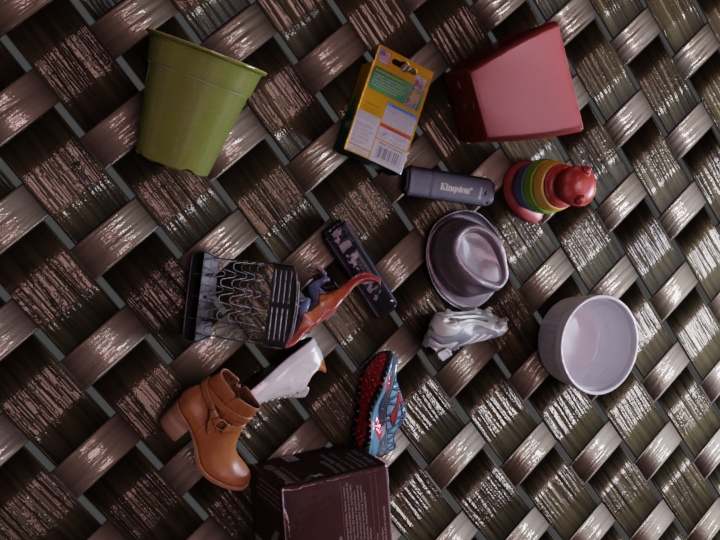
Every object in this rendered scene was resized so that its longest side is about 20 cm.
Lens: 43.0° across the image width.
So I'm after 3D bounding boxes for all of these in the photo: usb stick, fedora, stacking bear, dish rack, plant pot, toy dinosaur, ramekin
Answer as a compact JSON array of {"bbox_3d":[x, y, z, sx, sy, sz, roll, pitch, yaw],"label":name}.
[{"bbox_3d":[0.166,-0.159,1.729,0.198,0.033,0.056,6,89,-27],"label":"usb stick"},{"bbox_3d":[0.219,-0.019,1.739,0.177,0.090,0.201,-41,109,-18],"label":"fedora"},{"bbox_3d":[0.372,-0.160,1.745,0.113,0.200,0.123,21,84,-25],"label":"stacking bear"},{"bbox_3d":[-0.193,0.051,1.496,0.054,0.198,0.155,6,90,-61],"label":"dish rack"},{"bbox_3d":[-0.270,-0.256,1.448,0.198,0.200,0.192,16,98,-26],"label":"plant pot"},{"bbox_3d":[-0.086,0.061,1.560,0.105,0.199,0.182,59,27,-24],"label":"toy dinosaur"},{"bbox_3d":[0.000,0.000,1.666,0.055,0.033,0.201,-37,108,-12],"label":"usb stick"},{"bbox_3d":[0.270,-0.330,1.700,0.175,0.200,0.202,-19,101,-12],"label":"plant pot"},{"bbox_3d":[0.455,0.145,1.857,0.198,0.105,0.202,-2,94,-25],"label":"ramekin"}]

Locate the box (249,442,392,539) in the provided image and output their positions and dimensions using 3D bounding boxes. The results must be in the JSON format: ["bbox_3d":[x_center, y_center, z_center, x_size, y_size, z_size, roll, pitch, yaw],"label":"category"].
[{"bbox_3d":[-0.068,0.413,1.582,0.198,0.166,0.166,-7,97,-26],"label":"box"}]

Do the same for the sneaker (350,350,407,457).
[{"bbox_3d":[0.044,0.245,1.688,0.095,0.079,0.202,8,98,-35],"label":"sneaker"}]

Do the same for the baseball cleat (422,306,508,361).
[{"bbox_3d":[0.195,0.122,1.758,0.199,0.070,0.107,7,123,-38],"label":"baseball cleat"}]

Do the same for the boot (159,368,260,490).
[{"bbox_3d":[-0.217,0.266,1.512,0.154,0.074,0.200,-38,109,20],"label":"boot"}]

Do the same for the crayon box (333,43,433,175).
[{"bbox_3d":[0.043,-0.289,1.660,0.125,0.051,0.202,21,84,-26],"label":"crayon box"}]

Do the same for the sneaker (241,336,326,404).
[{"bbox_3d":[-0.140,0.204,1.586,0.199,0.073,0.085,-35,105,-22],"label":"sneaker"}]
